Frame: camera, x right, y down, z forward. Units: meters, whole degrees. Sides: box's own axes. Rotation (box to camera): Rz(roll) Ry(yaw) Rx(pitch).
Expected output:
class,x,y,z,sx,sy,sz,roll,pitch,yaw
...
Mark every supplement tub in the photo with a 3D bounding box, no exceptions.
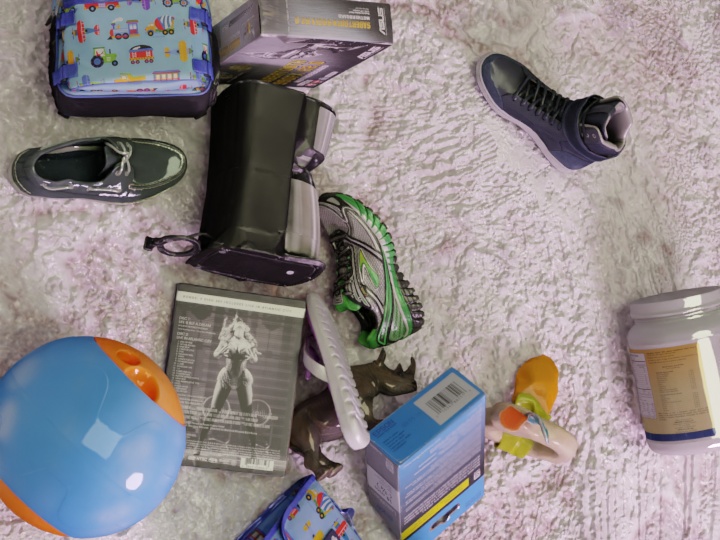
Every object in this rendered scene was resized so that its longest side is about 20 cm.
class,x,y,z,sx,sy,sz,roll,pitch,yaw
supplement tub,0.428,0.128,1.796,0.144,0.144,0.200,-12,92,-29

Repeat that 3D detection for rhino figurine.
class,x,y,z,sx,sy,sz,roll,pitch,yaw
rhino figurine,-0.007,0.157,1.599,0.200,0.060,0.087,-38,74,-27

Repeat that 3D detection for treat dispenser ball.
class,x,y,z,sx,sy,sz,roll,pitch,yaw
treat dispenser ball,-0.275,0.165,1.376,0.201,0.201,0.201,2,85,-28

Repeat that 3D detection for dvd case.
class,x,y,z,sx,sy,sz,roll,pitch,yaw
dvd case,-0.145,0.122,1.537,0.148,0.016,0.200,8,83,-13

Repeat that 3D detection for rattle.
class,x,y,z,sx,sy,sz,roll,pitch,yaw
rattle,0.212,0.151,1.649,0.143,0.130,0.200,-53,153,-11

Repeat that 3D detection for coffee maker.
class,x,y,z,sx,sy,sz,roll,pitch,yaw
coffee maker,-0.120,-0.101,1.506,0.192,0.135,0.200,22,65,-47

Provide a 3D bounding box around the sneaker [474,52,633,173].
class,x,y,z,sx,sy,sz,roll,pitch,yaw
sneaker,0.248,-0.210,1.725,0.202,0.146,0.077,41,70,-18

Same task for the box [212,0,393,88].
class,x,y,z,sx,sy,sz,roll,pitch,yaw
box,-0.080,-0.249,1.515,0.158,0.200,0.048,-2,84,-29

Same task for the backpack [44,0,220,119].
class,x,y,z,sx,sy,sz,roll,pitch,yaw
backpack,-0.240,-0.268,1.454,0.182,0.135,0.200,0,80,-9

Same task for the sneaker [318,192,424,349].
class,x,y,z,sx,sy,sz,roll,pitch,yaw
sneaker,0.000,0.000,1.610,0.085,0.078,0.200,-31,101,-24

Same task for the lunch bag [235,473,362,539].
class,x,y,z,sx,sy,sz,roll,pitch,yaw
lunch bag,-0.069,0.341,1.553,0.151,0.094,0.200,54,53,-14

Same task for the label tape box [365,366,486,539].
class,x,y,z,sx,sy,sz,roll,pitch,yaw
label tape box,0.079,0.231,1.629,0.144,0.063,0.200,-35,144,-27

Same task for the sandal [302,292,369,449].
class,x,y,z,sx,sy,sz,roll,pitch,yaw
sandal,-0.041,0.111,1.550,0.050,0.082,0.203,-23,55,7

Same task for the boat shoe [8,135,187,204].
class,x,y,z,sx,sy,sz,roll,pitch,yaw
boat shoe,-0.272,-0.109,1.478,0.200,0.062,0.073,-5,87,-30
